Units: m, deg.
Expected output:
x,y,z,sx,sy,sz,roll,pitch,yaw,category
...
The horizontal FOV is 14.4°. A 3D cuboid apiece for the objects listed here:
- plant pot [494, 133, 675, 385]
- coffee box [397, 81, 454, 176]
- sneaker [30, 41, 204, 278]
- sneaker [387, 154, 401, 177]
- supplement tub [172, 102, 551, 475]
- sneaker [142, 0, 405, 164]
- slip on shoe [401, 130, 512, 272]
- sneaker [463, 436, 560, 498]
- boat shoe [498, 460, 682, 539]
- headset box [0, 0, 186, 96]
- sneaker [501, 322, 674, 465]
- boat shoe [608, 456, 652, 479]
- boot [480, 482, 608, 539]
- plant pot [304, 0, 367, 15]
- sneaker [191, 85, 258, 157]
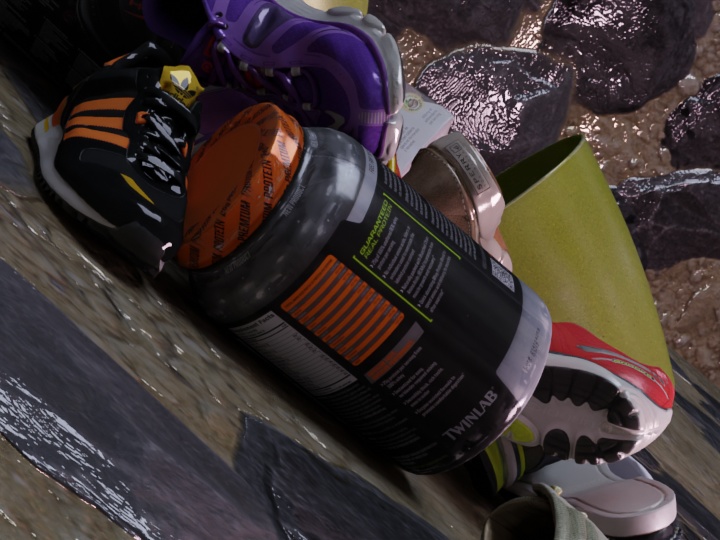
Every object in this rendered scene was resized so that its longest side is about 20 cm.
x,y,z,sx,sy,sz,roll,pitch,yaw,category
0.146,0.031,2.165,0.200,0.187,0.187,56,5,-7,plant pot
-0.051,-0.103,1.846,0.200,0.080,0.113,36,-35,9,coffee box
-0.117,-0.069,1.482,0.070,0.090,0.200,39,6,-23,sneaker
0.001,-0.060,1.671,0.073,0.077,0.200,24,15,-4,sneaker
-0.005,0.008,1.509,0.200,0.123,0.123,40,6,-23,supplement tub
-0.050,-0.110,1.562,0.083,0.081,0.200,-15,32,-36,sneaker
0.046,-0.022,1.648,0.076,0.061,0.200,56,-6,10,slip on shoe
0.090,0.076,1.733,0.200,0.081,0.074,-113,-170,-66,sneaker
0.132,0.146,1.688,0.200,0.074,0.060,19,-60,64,boat shoe
-0.130,-0.187,1.723,0.149,0.200,0.075,42,45,7,headset box
0.088,0.056,1.637,0.200,0.077,0.085,23,26,24,sneaker
0.148,0.143,1.817,0.066,0.070,0.200,35,2,-39,boat shoe
0.128,0.168,1.478,0.155,0.072,0.200,38,7,-11,boot
-0.066,-0.212,1.959,0.187,0.187,0.200,-125,-160,-64,plant pot
-0.057,-0.082,1.643,0.114,0.073,0.200,24,36,38,sneaker
